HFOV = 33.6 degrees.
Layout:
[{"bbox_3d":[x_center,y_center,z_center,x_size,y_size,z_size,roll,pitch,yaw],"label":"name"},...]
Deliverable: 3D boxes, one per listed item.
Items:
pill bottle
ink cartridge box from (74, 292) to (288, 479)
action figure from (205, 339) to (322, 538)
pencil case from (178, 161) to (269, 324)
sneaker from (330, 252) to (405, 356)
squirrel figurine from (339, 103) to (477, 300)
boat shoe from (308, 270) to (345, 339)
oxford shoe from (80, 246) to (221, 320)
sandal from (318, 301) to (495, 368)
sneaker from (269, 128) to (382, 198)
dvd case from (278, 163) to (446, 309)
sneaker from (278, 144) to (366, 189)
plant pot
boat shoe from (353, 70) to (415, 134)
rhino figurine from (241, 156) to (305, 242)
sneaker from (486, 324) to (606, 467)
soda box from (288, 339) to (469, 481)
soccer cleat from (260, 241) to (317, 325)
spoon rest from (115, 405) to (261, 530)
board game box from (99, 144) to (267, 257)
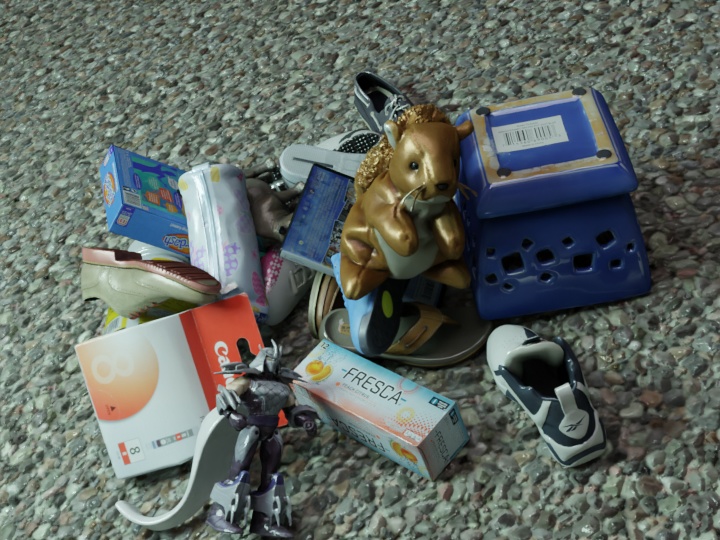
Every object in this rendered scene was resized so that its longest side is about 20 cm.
[{"bbox_3d":[-0.252,0.053,1.464,0.114,0.114,0.200,-14,42,12],"label":"pill bottle"},{"bbox_3d":[-0.200,0.130,1.330,0.200,0.162,0.050,-17,3,11],"label":"ink cartridge box"},{"bbox_3d":[-0.101,0.171,1.231,0.069,0.130,0.200,-4,78,54],"label":"action figure"},{"bbox_3d":[-0.164,-0.025,1.409,0.083,0.091,0.200,-18,71,23],"label":"pencil case"},{"bbox_3d":[0.004,0.019,1.324,0.078,0.066,0.200,-8,44,19],"label":"sneaker"},{"bbox_3d":[0.050,-0.096,1.249,0.141,0.187,0.200,-1,47,-10],"label":"squirrel figurine"},{"bbox_3d":[0.000,0.000,1.433,0.068,0.072,0.200,9,55,24],"label":"boat shoe"},{"bbox_3d":[-0.241,0.022,1.365,0.200,0.070,0.075,12,94,36],"label":"oxford shoe"},{"bbox_3d":[0.051,0.061,1.340,0.200,0.055,0.082,5,51,8],"label":"sandal"},{"bbox_3d":[-0.056,-0.134,1.619,0.200,0.074,0.080,-21,18,4],"label":"sneaker"},{"bbox_3d":[0.016,-0.039,1.416,0.200,0.018,0.143,21,53,-3],"label":"dvd case"},{"bbox_3d":[-0.008,-0.114,1.549,0.200,0.071,0.073,18,69,5],"label":"sneaker"},{"bbox_3d":[0.205,-0.084,1.329,0.200,0.180,0.200,-10,43,4],"label":"plant pot"},{"bbox_3d":[0.042,-0.215,1.649,0.073,0.063,0.200,-30,41,-7],"label":"boat shoe"},{"bbox_3d":[-0.107,-0.075,1.476,0.087,0.060,0.200,-29,42,-21],"label":"rhino figurine"},{"bbox_3d":[0.176,0.092,1.209,0.079,0.130,0.199,-22,40,1],"label":"sneaker"},{"bbox_3d":[0.016,0.147,1.276,0.200,0.064,0.068,23,58,40],"label":"soda box"},{"bbox_3d":[-0.070,-0.016,1.484,0.086,0.070,0.200,-3,45,24],"label":"soccer cleat"},{"bbox_3d":[-0.170,0.211,1.286,0.200,0.099,0.061,-42,58,1],"label":"spoon rest"},{"bbox_3d":[-0.227,-0.076,1.518,0.045,0.200,0.152,-58,30,24],"label":"board game box"}]
